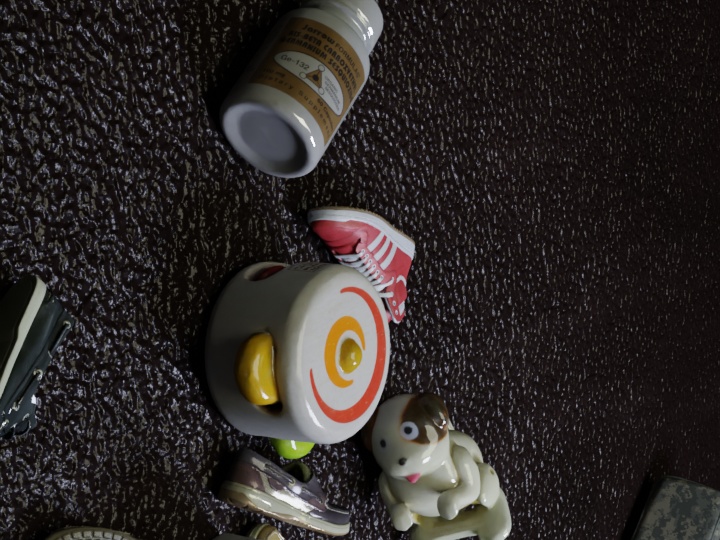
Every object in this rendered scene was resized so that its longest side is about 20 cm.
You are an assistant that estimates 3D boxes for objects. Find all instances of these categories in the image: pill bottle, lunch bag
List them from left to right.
[{"bbox_3d":[-0.054,-0.204,1.425,0.201,0.113,0.115,-61,138,-32],"label":"pill bottle"},{"bbox_3d":[0.541,0.475,2.346,0.201,0.138,0.169,-58,153,-34],"label":"lunch bag"}]

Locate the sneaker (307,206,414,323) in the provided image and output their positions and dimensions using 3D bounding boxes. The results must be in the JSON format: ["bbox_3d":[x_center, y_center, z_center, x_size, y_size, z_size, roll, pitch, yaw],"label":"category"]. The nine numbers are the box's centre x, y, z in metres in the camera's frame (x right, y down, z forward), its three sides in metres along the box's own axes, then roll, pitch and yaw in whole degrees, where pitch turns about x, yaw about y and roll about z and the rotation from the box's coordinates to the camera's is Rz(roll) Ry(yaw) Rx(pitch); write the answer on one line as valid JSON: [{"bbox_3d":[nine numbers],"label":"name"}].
[{"bbox_3d":[0.000,0.000,1.559,0.199,0.070,0.114,25,69,-56],"label":"sneaker"}]

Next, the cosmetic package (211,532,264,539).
[{"bbox_3d":[-0.075,0.330,1.361,0.074,0.198,0.103,-28,116,-50],"label":"cosmetic package"}]

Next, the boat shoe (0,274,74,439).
[{"bbox_3d":[-0.292,0.104,1.136,0.066,0.074,0.202,42,49,-35],"label":"boat shoe"}]

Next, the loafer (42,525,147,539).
[{"bbox_3d":[-0.218,0.281,1.270,0.198,0.067,0.077,23,70,-38],"label":"loafer"}]

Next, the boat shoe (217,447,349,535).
[{"bbox_3d":[-0.072,0.237,1.474,0.199,0.071,0.066,28,76,-47],"label":"boat shoe"}]

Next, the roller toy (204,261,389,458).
[{"bbox_3d":[-0.059,0.082,1.418,0.200,0.138,0.184,49,53,-45],"label":"roller toy"}]

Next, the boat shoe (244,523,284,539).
[{"bbox_3d":[-0.071,0.362,1.479,0.072,0.075,0.203,-41,125,-45],"label":"boat shoe"}]

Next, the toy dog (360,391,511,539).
[{"bbox_3d":[0.087,0.226,1.651,0.200,0.138,0.196,51,40,-45],"label":"toy dog"}]
